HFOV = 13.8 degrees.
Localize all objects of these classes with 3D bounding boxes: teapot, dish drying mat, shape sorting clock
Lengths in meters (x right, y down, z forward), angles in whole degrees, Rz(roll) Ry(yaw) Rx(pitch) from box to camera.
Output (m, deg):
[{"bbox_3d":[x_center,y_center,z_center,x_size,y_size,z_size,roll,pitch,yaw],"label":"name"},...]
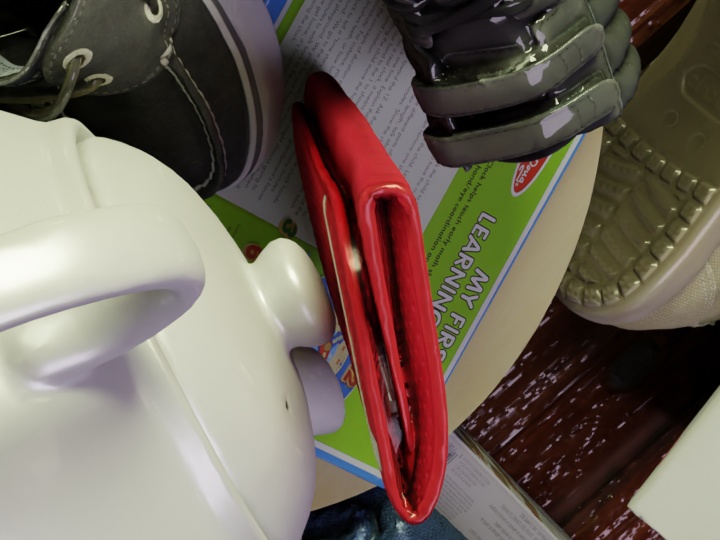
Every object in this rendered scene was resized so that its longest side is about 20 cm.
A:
[{"bbox_3d":[-0.074,0.035,0.670,0.146,0.200,0.197,-27,123,4],"label":"teapot"},{"bbox_3d":[0.000,0.000,0.713,0.018,0.200,0.077,-11,101,-3],"label":"dish drying mat"},{"bbox_3d":[-0.010,-0.023,0.845,0.200,0.039,0.200,-14,116,-31],"label":"shape sorting clock"}]

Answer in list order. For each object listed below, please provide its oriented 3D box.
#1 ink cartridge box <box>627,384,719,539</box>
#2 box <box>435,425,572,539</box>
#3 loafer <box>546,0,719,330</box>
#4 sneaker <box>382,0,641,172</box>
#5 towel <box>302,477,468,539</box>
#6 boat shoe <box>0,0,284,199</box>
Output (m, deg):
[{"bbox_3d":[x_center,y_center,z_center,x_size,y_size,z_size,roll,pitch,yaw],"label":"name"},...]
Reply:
[{"bbox_3d":[0.188,0.018,0.973,0.200,0.087,0.145,-54,172,15],"label":"ink cartridge box"},{"bbox_3d":[0.041,0.089,1.007,0.041,0.039,0.200,-41,141,3],"label":"box"},{"bbox_3d":[0.138,-0.060,0.922,0.200,0.076,0.068,-45,146,11],"label":"loafer"},{"bbox_3d":[0.028,-0.071,0.731,0.071,0.099,0.200,-13,-174,17],"label":"sneaker"},{"bbox_3d":[0.009,0.130,0.978,0.112,0.049,0.200,-14,146,22],"label":"towel"},{"bbox_3d":[-0.078,-0.072,0.692,0.070,0.066,0.200,0,142,23],"label":"boat shoe"}]
